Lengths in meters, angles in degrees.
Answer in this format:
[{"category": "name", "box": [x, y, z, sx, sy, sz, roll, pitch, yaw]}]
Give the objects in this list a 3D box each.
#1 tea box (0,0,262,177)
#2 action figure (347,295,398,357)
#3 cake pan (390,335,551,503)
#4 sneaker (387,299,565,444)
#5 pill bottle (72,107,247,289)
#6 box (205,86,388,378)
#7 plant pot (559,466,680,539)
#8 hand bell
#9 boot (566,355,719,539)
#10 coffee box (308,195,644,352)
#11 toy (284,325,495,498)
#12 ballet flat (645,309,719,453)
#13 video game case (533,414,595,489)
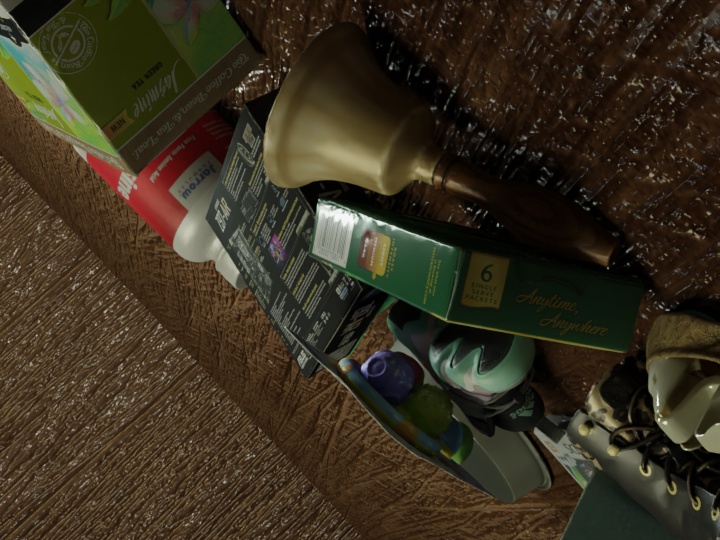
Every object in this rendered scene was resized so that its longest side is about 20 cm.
[{"category": "tea box", "box": [-0.207, -0.197, 1.127, 0.197, 0.134, 0.200, 53, 166, -30]}, {"category": "action figure", "box": [0.000, 0.000, 1.208, 0.119, 0.054, 0.200, 64, 161, 2]}, {"category": "cake pan", "box": [0.090, 0.137, 1.407, 0.200, 0.037, 0.200, 44, 167, 13]}, {"category": "sneaker", "box": [0.105, 0.078, 1.102, 0.140, 0.078, 0.200, 49, 177, -18]}, {"category": "pill bottle", "box": [-0.146, -0.082, 1.336, 0.200, 0.112, 0.112, 44, 168, 12]}, {"category": "box", "box": [-0.046, -0.024, 1.162, 0.161, 0.043, 0.200, 57, 157, 13]}, {"category": "plant pot", "box": [0.198, 0.280, 1.039, 0.199, 0.197, 0.197, 26, 163, 11]}, {"category": "hand bell", "box": [0.055, -0.053, 0.867, 0.199, 0.104, 0.104, 28, 162, 20]}, {"category": "boot", "box": [0.194, 0.116, 0.905, 0.150, 0.073, 0.200, 42, 175, 20]}, {"category": "coffee box", "box": [0.060, -0.001, 0.905, 0.122, 0.044, 0.200, 11, -175, -27]}, {"category": "toy", "box": [0.035, 0.093, 1.105, 0.115, 0.047, 0.200, 42, 179, 33]}, {"category": "ballet flat", "box": [0.182, 0.060, 0.778, 0.071, 0.065, 0.200, 48, 168, -8]}, {"category": "video game case", "box": [0.226, 0.187, 1.137, 0.200, 0.023, 0.182, 48, 168, -6]}]
